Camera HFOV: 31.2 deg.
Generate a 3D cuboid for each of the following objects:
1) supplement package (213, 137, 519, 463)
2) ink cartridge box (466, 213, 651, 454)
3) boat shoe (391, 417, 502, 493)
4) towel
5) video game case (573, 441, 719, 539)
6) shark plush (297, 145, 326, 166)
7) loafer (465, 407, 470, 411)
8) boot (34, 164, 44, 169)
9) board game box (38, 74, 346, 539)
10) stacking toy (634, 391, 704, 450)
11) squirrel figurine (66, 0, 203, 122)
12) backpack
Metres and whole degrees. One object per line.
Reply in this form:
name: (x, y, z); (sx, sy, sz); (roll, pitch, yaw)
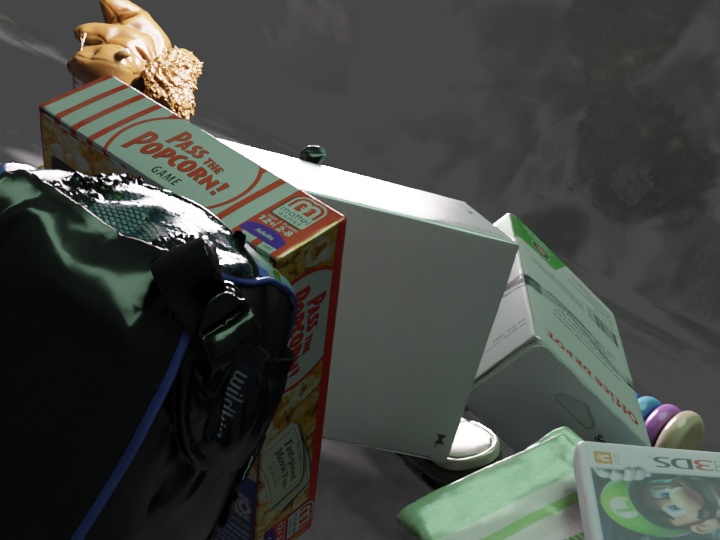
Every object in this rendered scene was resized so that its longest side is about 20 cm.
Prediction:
supplement package: (-0.026, 0.018, 0.835); (0.200, 0.156, 0.111); (13, 14, -19)
ink cartridge box: (0.147, 0.067, 1.044); (0.147, 0.083, 0.200); (43, 21, -20)
boat shoe: (0.047, 0.122, 0.935); (0.067, 0.057, 0.200); (-13, 19, -15)
towel: (0.142, 0.175, 0.771); (0.152, 0.023, 0.200); (-19, 40, -34)
video game case: (0.222, 0.173, 0.741); (0.181, 0.023, 0.200); (4, 32, 0)
shark plush: (-0.071, -0.012, 0.936); (0.091, 0.200, 0.083); (19, 38, 16)
loafer: (0.034, 0.062, 1.148); (0.200, 0.076, 0.067); (39, 47, 21)
boot: (-0.162, -0.016, 0.988); (0.200, 0.073, 0.155); (23, 10, -18)
board game box: (-0.085, 0.028, 0.619); (0.151, 0.200, 0.046); (33, 46, 27)
stacking toy: (0.233, 0.142, 1.280); (0.200, 0.086, 0.085); (25, 6, 33)
squirrel figurine: (-0.318, -0.286, 1.833); (0.200, 0.142, 0.187); (24, 16, -8)
backpack: (-0.111, 0.048, 0.454); (0.147, 0.183, 0.200); (30, 4, 9)
